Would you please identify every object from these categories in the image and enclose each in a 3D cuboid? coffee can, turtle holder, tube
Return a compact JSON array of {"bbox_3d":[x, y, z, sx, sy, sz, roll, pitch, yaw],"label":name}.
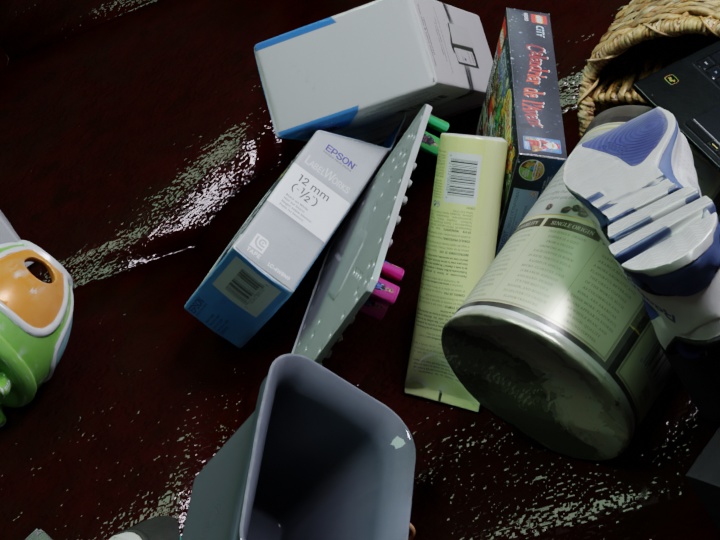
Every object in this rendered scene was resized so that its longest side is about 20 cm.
[{"bbox_3d":[0.168,0.007,1.206,0.146,0.146,0.200,10,53,45],"label":"coffee can"},{"bbox_3d":[-0.320,0.054,1.567,0.141,0.186,0.132,28,63,17],"label":"turtle holder"},{"bbox_3d":[0.072,-0.001,1.304,0.052,0.200,0.058,7,3,-3],"label":"tube"}]

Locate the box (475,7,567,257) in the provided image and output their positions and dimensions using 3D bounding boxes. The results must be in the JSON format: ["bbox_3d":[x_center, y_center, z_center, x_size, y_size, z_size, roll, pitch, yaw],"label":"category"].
[{"bbox_3d":[0.122,-0.094,1.380,0.038,0.137,0.200,7,39,-4],"label":"box"}]

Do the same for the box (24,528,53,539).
[{"bbox_3d":[-0.203,0.294,1.169,0.160,0.044,0.200,-43,63,-15],"label":"box"}]

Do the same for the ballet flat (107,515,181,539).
[{"bbox_3d":[-0.186,0.243,1.269,0.068,0.068,0.200,-11,40,32],"label":"ballet flat"}]

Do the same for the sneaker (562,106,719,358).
[{"bbox_3d":[0.189,-0.010,1.087,0.080,0.115,0.199,-24,28,10],"label":"sneaker"}]

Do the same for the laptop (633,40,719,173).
[{"bbox_3d":[0.312,-0.135,1.133,0.200,0.103,0.177,-27,56,-21],"label":"laptop"}]

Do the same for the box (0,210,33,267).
[{"bbox_3d":[-0.441,-0.037,1.779,0.152,0.106,0.200,-37,35,-7],"label":"box"}]

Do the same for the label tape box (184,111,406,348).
[{"bbox_3d":[-0.052,-0.047,1.461,0.200,0.066,0.143,-58,6,-29],"label":"label tape box"}]

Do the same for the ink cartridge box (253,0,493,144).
[{"bbox_3d":[0.019,-0.167,1.496,0.146,0.084,0.200,-18,-4,19],"label":"ink cartridge box"}]

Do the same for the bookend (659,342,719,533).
[{"bbox_3d":[0.260,0.092,1.079,0.199,0.092,0.200,15,58,49],"label":"bookend"}]

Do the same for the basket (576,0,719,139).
[{"bbox_3d":[0.255,-0.120,1.295,0.200,0.143,0.149,6,49,42],"label":"basket"}]

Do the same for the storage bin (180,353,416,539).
[{"bbox_3d":[-0.049,0.184,1.191,0.134,0.145,0.200,-43,24,35],"label":"storage bin"}]

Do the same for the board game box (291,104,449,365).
[{"bbox_3d":[0.000,0.000,1.357,0.200,0.026,0.200,-54,13,47],"label":"board game box"}]
